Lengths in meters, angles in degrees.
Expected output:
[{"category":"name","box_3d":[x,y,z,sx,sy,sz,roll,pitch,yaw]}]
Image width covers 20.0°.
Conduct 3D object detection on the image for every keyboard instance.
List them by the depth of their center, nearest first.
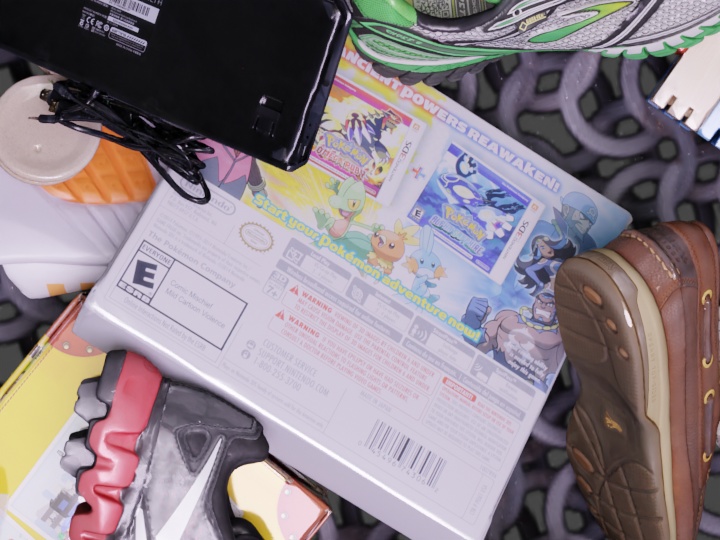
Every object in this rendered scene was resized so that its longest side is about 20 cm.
[{"category":"keyboard","box_3d":[-0.098,-0.101,0.878,0.199,0.040,0.105,25,100,21]}]

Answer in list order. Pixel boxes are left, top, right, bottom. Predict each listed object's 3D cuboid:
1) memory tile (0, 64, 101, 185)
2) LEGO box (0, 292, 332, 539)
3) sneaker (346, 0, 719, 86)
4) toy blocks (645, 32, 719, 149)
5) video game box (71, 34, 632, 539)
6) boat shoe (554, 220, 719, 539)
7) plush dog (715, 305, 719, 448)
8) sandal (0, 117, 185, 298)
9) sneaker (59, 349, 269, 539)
[{"category":"memory tile","box_3d":[-0.164,-0.147,0.929,0.152,0.017,0.202,20,73,-1]},{"category":"LEGO box","box_3d":[-0.131,0.134,0.921,0.149,0.077,0.200,40,87,-1]},{"category":"sneaker","box_3d":[0.088,-0.128,0.877,0.198,0.085,0.079,-15,82,6]},{"category":"toy blocks","box_3d":[0.187,-0.112,0.944,0.199,0.100,0.137,36,98,1]},{"category":"video game box","box_3d":[0.000,0.000,0.910,0.199,0.047,0.183,32,65,-5]},{"category":"boat shoe","box_3d":[0.134,0.062,0.899,0.067,0.072,0.201,-28,135,-19]},{"category":"plush dog","box_3d":[0.251,0.021,0.884,0.198,0.161,0.173,-2,113,-2]},{"category":"sandal","box_3d":[-0.160,-0.025,0.931,0.205,0.059,0.080,-4,65,-14]},{"category":"sneaker","box_3d":[-0.088,0.139,0.847,0.097,0.071,0.202,13,92,-6]}]
